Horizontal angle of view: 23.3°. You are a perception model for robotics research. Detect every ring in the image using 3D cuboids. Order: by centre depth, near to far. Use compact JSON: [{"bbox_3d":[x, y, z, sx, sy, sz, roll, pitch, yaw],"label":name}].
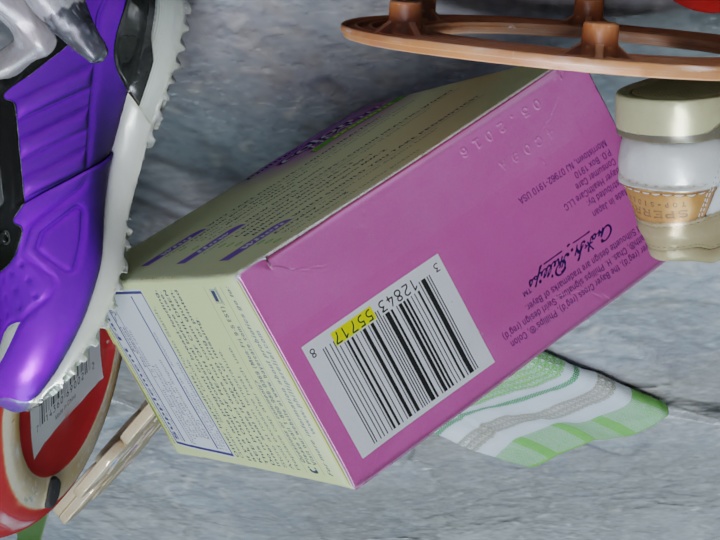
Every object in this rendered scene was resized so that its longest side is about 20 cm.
[{"bbox_3d":[0.092,-0.094,0.685,0.199,0.019,0.200,3,-167,-1],"label":"ring"}]

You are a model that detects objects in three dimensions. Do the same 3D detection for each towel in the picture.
[{"bbox_3d":[0.091,0.092,1.190,0.199,0.031,0.149,21,151,-33],"label":"towel"}]

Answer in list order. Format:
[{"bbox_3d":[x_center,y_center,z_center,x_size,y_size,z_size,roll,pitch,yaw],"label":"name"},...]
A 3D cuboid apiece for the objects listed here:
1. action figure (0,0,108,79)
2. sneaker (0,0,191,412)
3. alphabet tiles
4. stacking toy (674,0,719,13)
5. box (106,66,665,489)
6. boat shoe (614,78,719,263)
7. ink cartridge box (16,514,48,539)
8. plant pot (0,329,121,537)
[{"bbox_3d":[-0.120,-0.157,0.538,0.104,0.195,0.200,-2,-174,26],"label":"action figure"},{"bbox_3d":[-0.147,-0.043,0.750,0.099,0.201,0.069,20,164,-24],"label":"sneaker"},{"bbox_3d":[-0.097,0.058,0.979,0.015,0.200,0.196,42,-166,2],"label":"alphabet tiles"},{"bbox_3d":[0.072,-0.138,0.652,0.199,0.086,0.085,8,155,-20],"label":"stacking toy"},{"bbox_3d":[0.000,0.000,0.756,0.097,0.176,0.200,61,156,-12],"label":"box"},{"bbox_3d":[0.176,-0.053,0.730,0.199,0.069,0.075,-15,-162,-39],"label":"boat shoe"},{"bbox_3d":[-0.216,0.078,1.002,0.103,0.201,0.059,-15,141,36],"label":"ink cartridge box"},{"bbox_3d":[-0.223,0.025,0.861,0.181,0.201,0.201,11,157,14],"label":"plant pot"}]
